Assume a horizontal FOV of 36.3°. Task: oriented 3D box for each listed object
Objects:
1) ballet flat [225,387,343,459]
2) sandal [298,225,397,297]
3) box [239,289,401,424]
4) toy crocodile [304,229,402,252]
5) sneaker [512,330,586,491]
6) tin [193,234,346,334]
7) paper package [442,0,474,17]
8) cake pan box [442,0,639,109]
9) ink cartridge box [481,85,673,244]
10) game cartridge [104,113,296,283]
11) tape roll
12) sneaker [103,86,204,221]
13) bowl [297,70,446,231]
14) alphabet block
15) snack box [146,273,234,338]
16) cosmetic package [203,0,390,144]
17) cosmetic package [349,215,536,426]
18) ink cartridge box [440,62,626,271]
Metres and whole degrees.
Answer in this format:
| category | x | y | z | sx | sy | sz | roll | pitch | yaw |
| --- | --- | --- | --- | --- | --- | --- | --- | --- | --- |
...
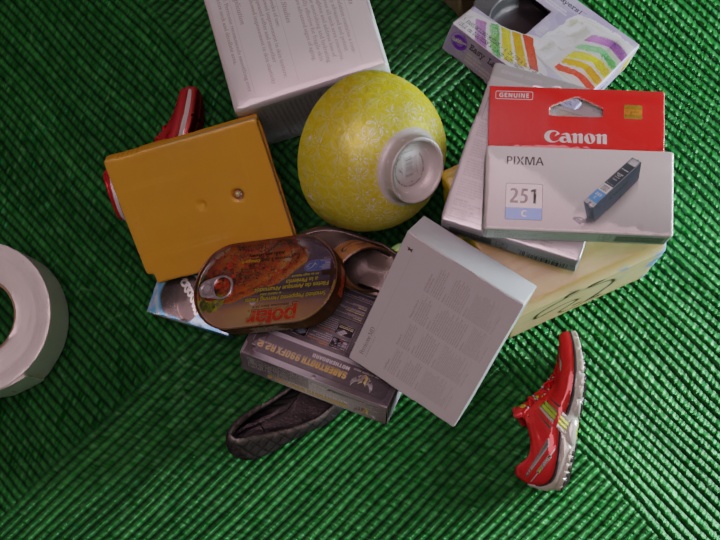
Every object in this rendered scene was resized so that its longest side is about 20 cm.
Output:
| category | x | y | z | sx | sy | sz | roll | pitch | yaw |
| --- | --- | --- | --- | --- | --- | --- | --- | --- | --- |
| ballet flat | -0.078 | 0.173 | 1.376 | 0.200 | 0.057 | 0.067 | -34 | 73 | -13 |
| sandal | 0.000 | 0.000 | 1.350 | 0.199 | 0.055 | 0.082 | 22 | 94 | 11 |
| box | -0.028 | 0.083 | 1.374 | 0.199 | 0.048 | 0.159 | 19 | 59 | 11 |
| toy crocodile | 0.015 | -0.013 | 1.410 | 0.199 | 0.068 | 0.062 | 15 | 88 | 8 |
| sneaker | 0.231 | 0.169 | 1.355 | 0.085 | 0.077 | 0.201 | 10 | 81 | 12 |
| tin | -0.110 | 0.020 | 1.336 | 0.199 | 0.042 | 0.112 | -6 | 64 | 25 |
| paper package | 0.157 | -0.457 | 1.413 | 0.103 | 0.191 | 0.200 | 43 | 88 | 11 |
| cake pan box | 0.229 | -0.288 | 1.407 | 0.200 | 0.052 | 0.184 | 40 | 54 | 12 |
| ink cartridge box | 0.233 | -0.121 | 1.186 | 0.199 | 0.045 | 0.177 | 2 | 78 | 4 |
| game cartridge | -0.198 | -0.087 | 1.379 | 0.199 | 0.032 | 0.177 | -14 | 112 | 7 |
| tape roll | -0.489 | 0.067 | 1.443 | 0.201 | 0.071 | 0.203 | -1 | 79 | 5 |
| sneaker | -0.281 | -0.156 | 1.460 | 0.115 | 0.078 | 0.201 | 10 | 80 | 6 |
| bowl | 0.036 | -0.132 | 1.308 | 0.108 | 0.200 | 0.201 | 26 | 81 | 49 |
| alphabet block | 0.227 | -0.054 | 1.335 | 0.199 | 0.195 | 0.197 | -25 | 77 | 2 |
| snack box | -0.193 | -0.022 | 1.447 | 0.116 | 0.037 | 0.201 | 16 | 82 | 8 |
| cosmetic package | -0.073 | -0.282 | 1.417 | 0.199 | 0.166 | 0.168 | -16 | 79 | 3 |
| cosmetic package | 0.089 | 0.060 | 1.249 | 0.150 | 0.052 | 0.200 | 32 | 127 | 10 |
| ink cartridge box | 0.194 | -0.117 | 1.235 | 0.159 | 0.047 | 0.201 | 18 | 76 | 9 |
